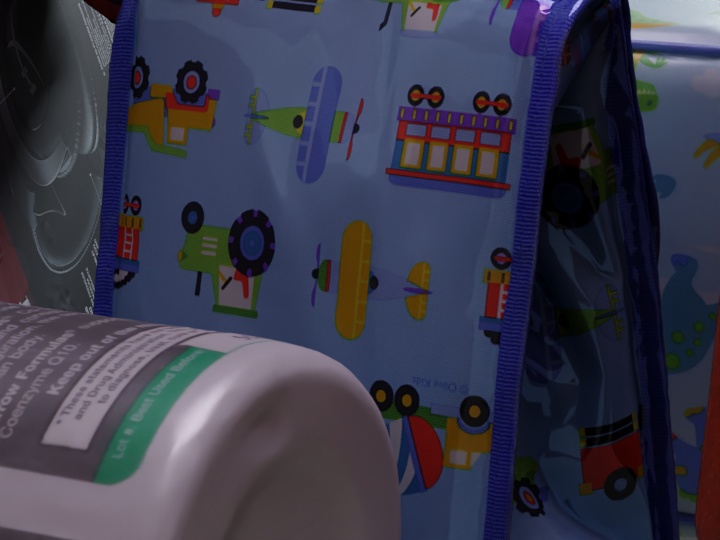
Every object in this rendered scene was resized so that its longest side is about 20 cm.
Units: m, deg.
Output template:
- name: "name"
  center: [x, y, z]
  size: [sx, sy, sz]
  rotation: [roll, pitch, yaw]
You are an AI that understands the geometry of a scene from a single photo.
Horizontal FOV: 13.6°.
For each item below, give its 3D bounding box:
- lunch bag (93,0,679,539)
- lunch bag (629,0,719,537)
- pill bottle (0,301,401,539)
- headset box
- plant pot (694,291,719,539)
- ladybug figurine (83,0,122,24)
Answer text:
- name: "lunch bag"
  center: [0.000, 0.000, 0.805]
  size: [0.150, 0.201, 0.094]
  rotation: [10, 19, 39]
- name: "lunch bag"
  center: [0.069, -0.004, 0.899]
  size: [0.199, 0.161, 0.082]
  rotation: [6, 19, 19]
- name: "pill bottle"
  center: [-0.100, 0.063, 0.750]
  size: [0.199, 0.114, 0.113]
  rotation: [8, 17, 31]
- name: "headset box"
  center: [-0.125, -0.031, 0.912]
  size: [0.077, 0.149, 0.200]
  rotation: [-14, 19, 18]
- name: "plant pot"
  center: [0.180, 0.009, 0.676]
  size: [0.199, 0.201, 0.176]
  rotation: [8, 4, 36]
- name: "ladybug figurine"
  center: [-0.038, -0.121, 0.867]
  size: [0.135, 0.072, 0.200]
  rotation: [-6, -21, -13]
